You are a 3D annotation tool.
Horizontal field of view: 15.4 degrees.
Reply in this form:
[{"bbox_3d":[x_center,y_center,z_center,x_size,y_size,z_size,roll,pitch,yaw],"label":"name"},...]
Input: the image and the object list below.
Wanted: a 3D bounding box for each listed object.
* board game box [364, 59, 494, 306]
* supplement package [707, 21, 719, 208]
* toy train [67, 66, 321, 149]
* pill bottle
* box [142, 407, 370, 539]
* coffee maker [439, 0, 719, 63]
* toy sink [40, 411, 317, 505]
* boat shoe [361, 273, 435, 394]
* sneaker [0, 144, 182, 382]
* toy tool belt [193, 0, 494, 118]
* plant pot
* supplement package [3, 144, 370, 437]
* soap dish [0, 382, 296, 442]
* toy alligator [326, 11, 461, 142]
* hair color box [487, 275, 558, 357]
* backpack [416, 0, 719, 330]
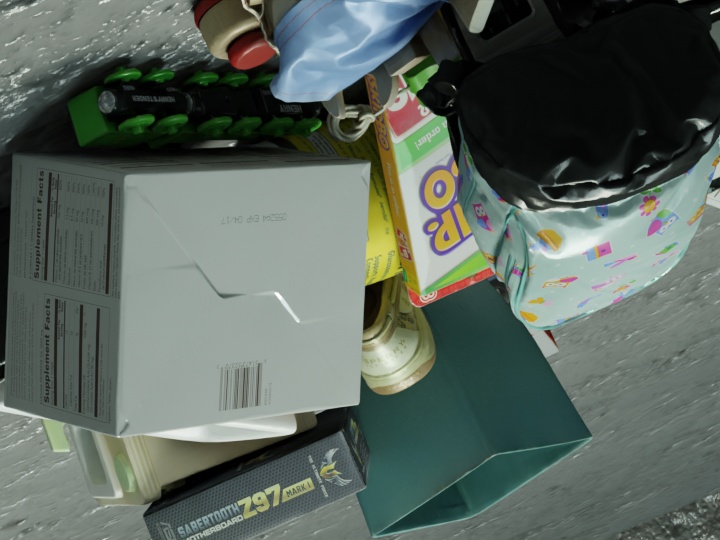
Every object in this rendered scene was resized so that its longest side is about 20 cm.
[{"bbox_3d":[0.060,-0.074,1.703,0.095,0.030,0.201,-23,124,-19],"label":"board game box"},{"bbox_3d":[0.220,-0.125,1.800,0.118,0.117,0.200,-55,158,11],"label":"supplement package"},{"bbox_3d":[-0.098,-0.095,1.606,0.056,0.042,0.200,-25,167,34],"label":"toy train"},{"bbox_3d":[0.024,-0.056,1.774,0.199,0.113,0.113,-19,163,-22],"label":"pill bottle"},{"bbox_3d":[-0.072,0.157,1.956,0.157,0.051,0.200,-23,-177,3],"label":"box"},{"bbox_3d":[0.159,-0.174,1.539,0.199,0.135,0.192,-23,150,21],"label":"coffee maker"},{"bbox_3d":[-0.153,0.104,1.942,0.199,0.113,0.130,-19,-178,-23],"label":"toy sink"},{"bbox_3d":[0.000,0.000,1.836,0.073,0.200,0.063,-32,130,4],"label":"boat shoe"},{"bbox_3d":[-0.184,0.004,1.660,0.199,0.105,0.060,-24,163,-7],"label":"sneaker"},{"bbox_3d":[-0.009,-0.140,1.445,0.124,0.123,0.200,-10,158,-44],"label":"toy tool belt"},{"bbox_3d":[0.054,0.084,2.101,0.141,0.201,0.141,-37,160,33],"label":"plant pot"},{"bbox_3d":[-0.104,0.008,1.609,0.199,0.157,0.111,-5,-169,-44],"label":"supplement package"},{"bbox_3d":[-0.146,0.063,1.782,0.199,0.082,0.157,10,170,-28],"label":"soap dish"},{"bbox_3d":[0.070,-0.133,1.631,0.200,0.054,0.059,-37,123,-12],"label":"toy alligator"},{"bbox_3d":[0.100,0.051,2.319,0.110,0.064,0.200,-26,165,6],"label":"hair color box"},{"bbox_3d":[0.119,-0.054,1.475,0.166,0.127,0.200,-13,161,-8],"label":"backpack"}]
